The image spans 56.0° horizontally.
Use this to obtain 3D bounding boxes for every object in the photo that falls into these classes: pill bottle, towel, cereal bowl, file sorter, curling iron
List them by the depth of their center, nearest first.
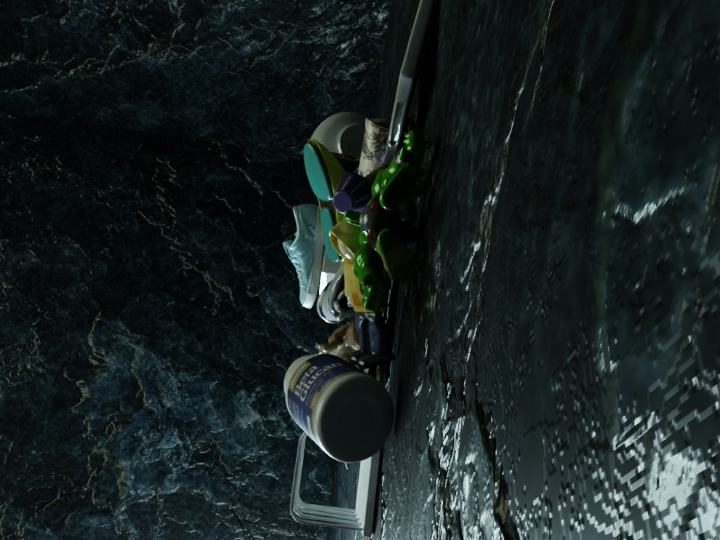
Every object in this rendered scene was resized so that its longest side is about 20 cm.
[{"bbox_3d":[-0.041,0.178,0.932,0.199,0.108,0.115,-168,85,-67],"label":"pill bottle"},{"bbox_3d":[0.067,-0.149,1.039,0.203,0.025,0.050,98,-174,-47],"label":"curling iron"},{"bbox_3d":[-0.040,0.318,1.060,0.200,0.121,0.143,105,173,-78],"label":"file sorter"},{"bbox_3d":[0.035,0.093,1.117,0.200,0.034,0.198,97,-177,-80],"label":"towel"},{"bbox_3d":[-0.012,-0.248,1.444,0.083,0.195,0.206,147,133,-65],"label":"cereal bowl"}]

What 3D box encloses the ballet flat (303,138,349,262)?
[{"bbox_3d":[-0.038,-0.113,1.052,0.066,0.066,0.205,23,132,52],"label":"ballet flat"}]

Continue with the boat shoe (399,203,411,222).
[{"bbox_3d":[0.034,-0.073,1.011,0.200,0.073,0.070,127,156,-73],"label":"boat shoe"}]

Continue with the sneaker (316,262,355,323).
[{"bbox_3d":[0.000,0.000,1.128,0.203,0.074,0.115,-60,12,-6],"label":"sneaker"}]

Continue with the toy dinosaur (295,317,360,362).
[{"bbox_3d":[-0.021,0.124,1.122,0.135,0.086,0.200,-39,-6,-32],"label":"toy dinosaur"}]

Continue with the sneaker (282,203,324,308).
[{"bbox_3d":[-0.111,-0.030,1.296,0.074,0.079,0.206,-89,7,-76],"label":"sneaker"}]

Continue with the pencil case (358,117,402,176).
[{"bbox_3d":[0.038,-0.166,1.202,0.077,0.088,0.205,32,122,49],"label":"pencil case"}]

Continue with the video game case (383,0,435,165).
[{"bbox_3d":[0.075,-0.291,1.007,0.184,0.021,0.204,100,-176,-60],"label":"video game case"}]

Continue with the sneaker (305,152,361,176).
[{"bbox_3d":[-0.007,-0.190,1.333,0.088,0.196,0.079,-11,74,57],"label":"sneaker"}]

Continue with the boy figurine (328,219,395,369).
[{"bbox_3d":[0.004,0.029,0.931,0.124,0.063,0.206,-164,62,-69],"label":"boy figurine"}]

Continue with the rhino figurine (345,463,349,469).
[{"bbox_3d":[-0.011,0.260,1.229,0.088,0.058,0.204,60,-152,-50],"label":"rhino figurine"}]

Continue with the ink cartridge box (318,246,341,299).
[{"bbox_3d":[-0.008,-0.035,1.340,0.127,0.125,0.204,100,177,-54],"label":"ink cartridge box"}]

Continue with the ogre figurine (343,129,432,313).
[{"bbox_3d":[0.031,-0.059,0.820,0.120,0.095,0.206,-167,74,-76],"label":"ogre figurine"}]

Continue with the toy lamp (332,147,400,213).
[{"bbox_3d":[0.014,-0.138,1.037,0.200,0.057,0.060,-45,-32,-56],"label":"toy lamp"}]
